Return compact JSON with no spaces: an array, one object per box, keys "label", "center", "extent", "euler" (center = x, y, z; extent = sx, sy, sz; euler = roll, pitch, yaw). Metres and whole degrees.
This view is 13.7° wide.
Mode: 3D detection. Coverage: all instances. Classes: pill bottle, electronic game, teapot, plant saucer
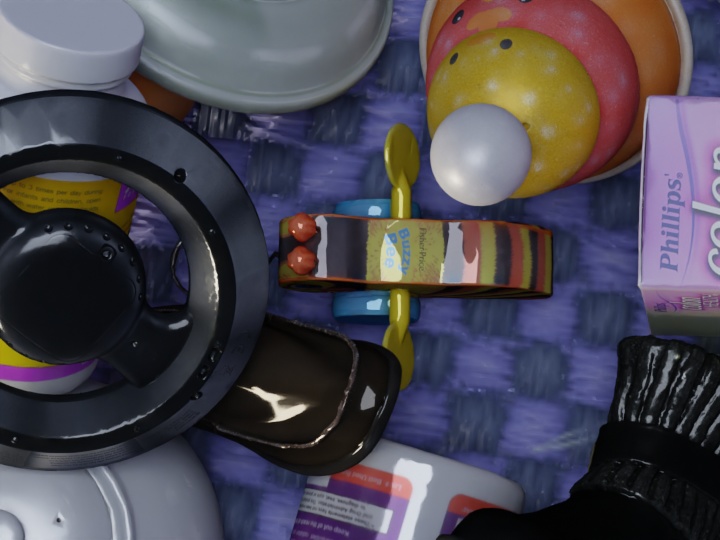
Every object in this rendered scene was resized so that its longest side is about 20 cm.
[{"label":"pill bottle","center":[-0.163,-0.041,1.496],"extent":[0.104,0.104,0.200],"euler":[22,121,10]},{"label":"electronic game","center":[-0.143,0.007,1.442],"extent":[0.200,0.042,0.200],"euler":[-4,115,-8]},{"label":"teapot","center":[-0.165,0.144,1.533],"extent":[0.200,0.146,0.198],"euler":[-4,81,5]},{"label":"pill bottle","center":[0.005,0.190,1.522],"extent":[0.111,0.111,0.200],"euler":[16,84,9]},{"label":"plant saucer","center":[-0.067,-0.176,1.559],"extent":[0.200,0.050,0.200],"euler":[14,52,-19]}]

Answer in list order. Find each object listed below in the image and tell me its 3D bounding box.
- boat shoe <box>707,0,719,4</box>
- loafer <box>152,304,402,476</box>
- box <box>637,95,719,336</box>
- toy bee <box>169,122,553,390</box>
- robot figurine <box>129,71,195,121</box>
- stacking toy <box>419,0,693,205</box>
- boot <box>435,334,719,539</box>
[{"label":"boat shoe","center":[0.199,-0.179,1.573],"extent":[0.201,0.070,0.072],"euler":[-18,75,1]},{"label":"loafer","center":[-0.061,0.056,1.517],"extent":[0.200,0.071,0.073],"euler":[5,72,48]},{"label":"box","center":[0.241,-0.022,1.492],"extent":[0.200,0.176,0.097],"euler":[1,82,8]},{"label":"toy bee","center":[0.000,0.000,1.554],"extent":[0.200,0.109,0.131],"euler":[-21,82,4]},{"label":"robot figurine","center":[-0.160,-0.137,1.589],"extent":[0.200,0.144,0.117],"euler":[48,119,11]},{"label":"stacking toy","center":[0.082,-0.084,1.494],"extent":[0.146,0.200,0.146],"euler":[6,113,13]},{"label":"boot","center":[0.124,0.104,1.485],"extent":[0.079,0.211,0.158],"euler":[20,89,36]}]
